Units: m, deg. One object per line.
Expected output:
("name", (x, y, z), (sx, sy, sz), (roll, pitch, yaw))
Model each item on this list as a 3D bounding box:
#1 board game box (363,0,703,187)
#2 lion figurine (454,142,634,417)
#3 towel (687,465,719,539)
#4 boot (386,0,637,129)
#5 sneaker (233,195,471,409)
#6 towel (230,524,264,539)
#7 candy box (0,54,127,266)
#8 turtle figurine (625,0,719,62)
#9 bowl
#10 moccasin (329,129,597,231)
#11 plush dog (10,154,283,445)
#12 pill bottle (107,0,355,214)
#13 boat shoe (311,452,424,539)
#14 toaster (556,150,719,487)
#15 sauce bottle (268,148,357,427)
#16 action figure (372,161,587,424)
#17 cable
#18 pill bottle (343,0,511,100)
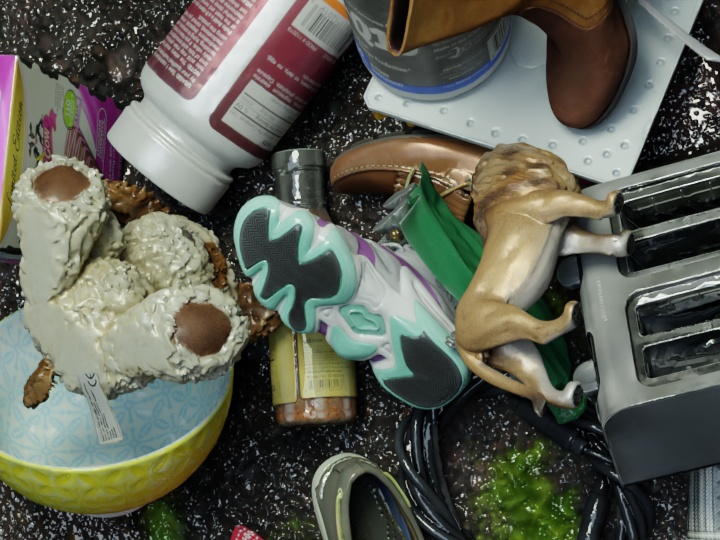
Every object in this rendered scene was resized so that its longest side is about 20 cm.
("board game box", (0.130, -0.167, 1.401), (0.198, 0.026, 0.201), (19, 70, 17))
("lion figurine", (0.101, 0.002, 1.268), (0.122, 0.073, 0.201), (8, 56, 30))
("towel", (0.322, 0.143, 1.341), (0.198, 0.035, 0.195), (3, 85, 16))
("boot", (0.099, -0.160, 1.253), (0.068, 0.199, 0.190), (36, 130, 33))
("sneaker", (0.000, 0.000, 1.400), (0.200, 0.140, 0.078), (42, 117, -13))
("towel", (-0.058, 0.280, 1.394), (0.199, 0.022, 0.146), (25, 94, 53))
("candy box", (-0.238, -0.073, 1.442), (0.060, 0.200, 0.138), (4, 86, 17))
("turtle figurine", (0.169, -0.265, 1.338), (0.192, 0.145, 0.201), (7, 49, 16))
("bowl", (-0.189, 0.115, 1.446), (0.198, 0.201, 0.108), (13, 131, 17))
("moccasin", (0.075, -0.054, 1.419), (0.199, 0.074, 0.079), (8, 79, 8))
("plush dog", (-0.154, 0.018, 1.397), (0.200, 0.171, 0.161), (42, 125, 14))
("pill bottle", (-0.089, -0.148, 1.450), (0.114, 0.114, 0.200), (40, 96, 16))
("boat shoe", (0.023, 0.226, 1.385), (0.072, 0.060, 0.203), (-22, 94, -16))
("toaster", (0.238, 0.030, 1.307), (0.198, 0.119, 0.182), (-14, 56, 15))
("sauce bottle", (-0.037, 0.013, 1.446), (0.065, 0.066, 0.202), (-4, 83, 16))
("action figure", (0.089, 0.027, 1.351), (0.055, 0.118, 0.200), (-35, 102, 25))
("cable", (0.113, 0.148, 1.394), (0.162, 0.051, 0.202), (-26, 77, 13))
("pill bottle", (0.037, -0.209, 1.310), (0.113, 0.200, 0.115), (-4, 64, 8))
